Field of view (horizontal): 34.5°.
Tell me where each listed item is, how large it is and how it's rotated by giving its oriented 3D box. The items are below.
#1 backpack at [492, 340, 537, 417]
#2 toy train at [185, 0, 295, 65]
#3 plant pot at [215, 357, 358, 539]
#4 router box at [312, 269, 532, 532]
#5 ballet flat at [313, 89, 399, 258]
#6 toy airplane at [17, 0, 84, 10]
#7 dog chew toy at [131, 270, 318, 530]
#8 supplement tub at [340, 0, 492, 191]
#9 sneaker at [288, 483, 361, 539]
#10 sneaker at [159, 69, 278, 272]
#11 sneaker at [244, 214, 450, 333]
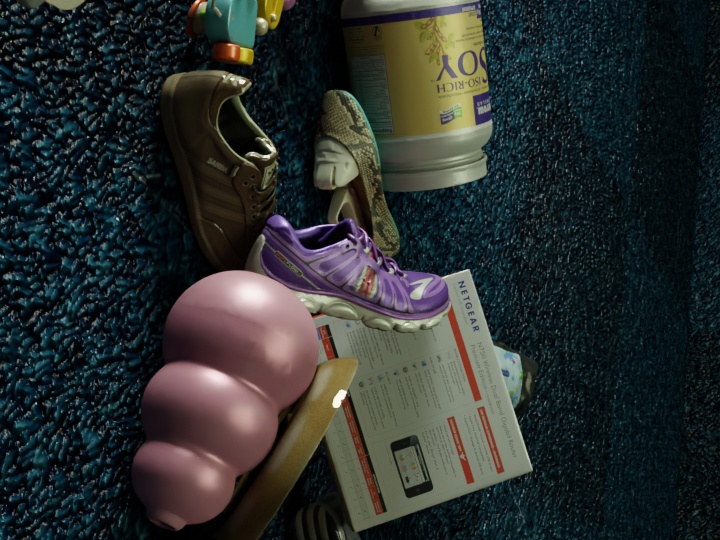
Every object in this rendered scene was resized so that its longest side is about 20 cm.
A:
[{"bbox_3d":[0.066,0.115,1.209,0.200,0.163,0.154,39,57,-47],"label":"backpack"},{"bbox_3d":[-0.103,-0.262,0.965,0.151,0.055,0.200,82,21,-44],"label":"toy train"},{"bbox_3d":[-0.066,0.152,0.958,0.200,0.027,0.200,-57,-177,4],"label":"plant pot"},{"bbox_3d":[0.045,0.121,1.090,0.049,0.179,0.201,151,-78,-82],"label":"router box"},{"bbox_3d":[-0.011,-0.079,1.165,0.075,0.068,0.200,-45,133,-35],"label":"ballet flat"},{"bbox_3d":[-0.228,-0.218,0.629,0.200,0.141,0.200,-51,134,-53],"label":"toy airplane"},{"bbox_3d":[-0.111,0.102,0.892,0.125,0.124,0.200,55,50,-49],"label":"dog chew toy"},{"bbox_3d":[0.061,-0.193,1.213,0.145,0.145,0.201,-33,118,-60],"label":"supplement tub"},{"bbox_3d":[-0.013,0.311,1.135,0.088,0.074,0.201,-34,119,-65],"label":"sneaker"},{"bbox_3d":[-0.101,-0.070,0.958,0.071,0.075,0.200,-60,140,-46],"label":"sneaker"},{"bbox_3d":[0.000,0.000,0.996,0.199,0.081,0.084,12,104,-33],"label":"sneaker"}]
